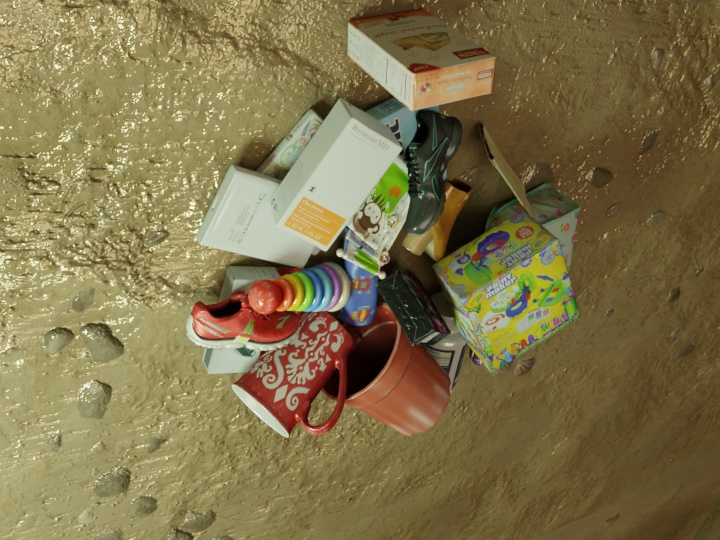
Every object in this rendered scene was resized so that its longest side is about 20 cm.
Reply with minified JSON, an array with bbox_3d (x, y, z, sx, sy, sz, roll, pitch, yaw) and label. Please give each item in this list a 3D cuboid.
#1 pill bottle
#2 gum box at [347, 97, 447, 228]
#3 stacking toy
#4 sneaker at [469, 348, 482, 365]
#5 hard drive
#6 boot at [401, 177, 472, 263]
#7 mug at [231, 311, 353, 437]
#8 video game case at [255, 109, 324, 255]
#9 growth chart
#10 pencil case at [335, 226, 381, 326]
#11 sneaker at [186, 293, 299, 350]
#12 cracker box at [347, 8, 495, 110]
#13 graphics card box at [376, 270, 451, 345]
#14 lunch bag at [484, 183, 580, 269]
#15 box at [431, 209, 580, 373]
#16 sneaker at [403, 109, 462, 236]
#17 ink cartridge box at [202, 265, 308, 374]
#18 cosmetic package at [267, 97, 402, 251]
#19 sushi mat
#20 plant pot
[{"bbox_3d":[0.157,0.149,1.636,0.109,0.111,0.202,-10,129,-27],"label":"pill bottle"},{"bbox_3d":[0.045,-0.183,1.319,0.199,0.044,0.172,-31,132,-21],"label":"gum box"},{"bbox_3d":[-0.108,0.037,1.342,0.199,0.085,0.086,-8,131,-51],"label":"stacking toy"},{"bbox_3d":[0.251,0.128,1.633,0.071,0.116,0.201,5,163,13],"label":"sneaker"},{"bbox_3d":[-0.144,-0.081,1.278,0.198,0.027,0.133,14,115,-40],"label":"hard drive"},{"bbox_3d":[0.151,-0.090,1.432,0.145,0.071,0.201,-53,163,11],"label":"boot"},{"bbox_3d":[-0.098,0.186,1.433,0.200,0.177,0.133,-49,-178,-20],"label":"mug"},{"bbox_3d":[-0.077,-0.136,1.314,0.182,0.023,0.199,-47,136,7],"label":"video game case"},{"bbox_3d":[0.035,-0.092,1.324,0.144,0.018,0.202,19,102,-45],"label":"growth chart"},{"bbox_3d":[0.000,0.000,1.435,0.077,0.087,0.202,5,124,-5],"label":"pencil case"},{"bbox_3d":[-0.183,0.079,1.320,0.197,0.077,0.086,-2,120,-32],"label":"sneaker"},{"bbox_3d":[0.082,-0.305,1.156,0.132,0.200,0.058,-16,132,-22],"label":"cracker box"},{"bbox_3d":[0.099,0.071,1.464,0.051,0.127,0.200,-33,167,11],"label":"graphics card box"},{"bbox_3d":[0.314,-0.048,1.579,0.198,0.122,0.172,-26,136,-22],"label":"lunch bag"},{"bbox_3d":[0.264,0.038,1.458,0.198,0.122,0.194,-30,127,-5],"label":"box"},{"bbox_3d":[0.097,-0.156,1.288,0.078,0.075,0.203,18,83,-33],"label":"sneaker"},{"bbox_3d":[-0.171,0.087,1.416,0.171,0.044,0.202,1,123,-33],"label":"ink cartridge box"},{"bbox_3d":[-0.040,-0.139,1.208,0.101,0.072,0.201,24,113,-32],"label":"cosmetic package"},{"bbox_3d":[0.263,-0.177,1.461,0.012,0.097,0.200,-25,141,20],"label":"sushi mat"},{"bbox_3d":[0.057,0.196,1.513,0.201,0.201,0.195,-46,122,7],"label":"plant pot"}]
